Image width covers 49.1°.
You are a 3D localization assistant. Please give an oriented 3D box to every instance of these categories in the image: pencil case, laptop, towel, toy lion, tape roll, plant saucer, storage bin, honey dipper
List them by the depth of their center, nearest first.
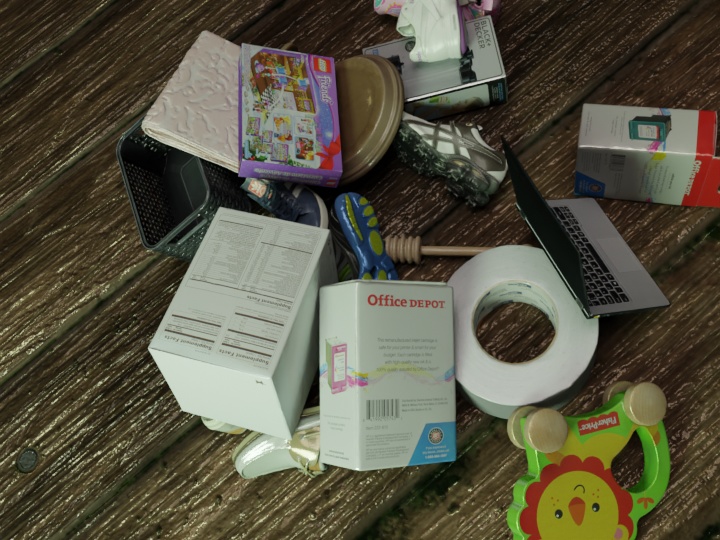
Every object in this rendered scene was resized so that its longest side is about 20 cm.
[{"bbox_3d":[0.250,0.234,0.858,0.196,0.069,0.196,-11,86,-14],"label":"toy lion"},{"bbox_3d":[0.262,-0.055,0.915,0.196,0.117,0.189,-5,49,-23],"label":"laptop"},{"bbox_3d":[0.190,0.074,0.964,0.195,0.066,0.205,-6,64,12],"label":"tape roll"},{"bbox_3d":[0.131,-0.026,1.041,0.195,0.038,0.039,1,66,13],"label":"honey dipper"},{"bbox_3d":[-0.176,-0.227,1.095,0.188,0.032,0.203,24,55,-5],"label":"towel"},{"bbox_3d":[-0.023,-0.219,1.124,0.197,0.029,0.205,-17,64,37],"label":"plant saucer"},{"bbox_3d":[-0.254,-0.130,1.127,0.134,0.093,0.203,-35,63,21],"label":"storage bin"},{"bbox_3d":[0.117,-0.419,1.196,0.196,0.088,0.089,17,70,21],"label":"pencil case"}]

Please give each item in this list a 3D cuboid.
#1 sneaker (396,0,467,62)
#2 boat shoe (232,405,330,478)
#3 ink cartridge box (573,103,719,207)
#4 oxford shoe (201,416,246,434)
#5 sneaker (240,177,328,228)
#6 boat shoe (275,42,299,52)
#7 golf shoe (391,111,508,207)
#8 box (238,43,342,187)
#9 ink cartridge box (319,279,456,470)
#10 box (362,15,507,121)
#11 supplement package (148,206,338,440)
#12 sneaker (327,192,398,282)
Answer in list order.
[{"bbox_3d":[0.092,-0.391,1.116,0.097,0.075,0.205,-11,75,14],"label":"sneaker"},{"bbox_3d":[-0.061,0.211,0.959,0.197,0.075,0.069,-25,57,1],"label":"boat shoe"},{"bbox_3d":[0.373,-0.142,0.989,0.195,0.117,0.069,7,67,16],"label":"ink cartridge box"},{"bbox_3d":[-0.143,0.126,1.032,0.074,0.058,0.203,-11,45,41],"label":"oxford shoe"},{"bbox_3d":[-0.117,-0.104,1.093,0.076,0.083,0.201,-57,48,23],"label":"sneaker"},{"bbox_3d":[-0.169,-0.273,1.211,0.071,0.072,0.202,30,82,23],"label":"boat shoe"},{"bbox_3d":[0.119,-0.174,1.097,0.199,0.078,0.094,40,71,18],"label":"golf shoe"},{"bbox_3d":[-0.098,-0.212,1.071,0.134,0.039,0.204,5,60,-16],"label":"box"},{"bbox_3d":[0.032,0.115,0.905,0.084,0.142,0.205,-7,81,56],"label":"ink cartridge box"},{"bbox_3d":[0.108,-0.287,1.152,0.195,0.060,0.119,-11,64,9],"label":"box"},{"bbox_3d":[-0.126,0.061,0.935,0.147,0.153,0.203,11,56,13],"label":"supplement package"},{"bbox_3d":[0.000,0.000,1.048,0.069,0.083,0.204,-8,75,-28],"label":"sneaker"}]
